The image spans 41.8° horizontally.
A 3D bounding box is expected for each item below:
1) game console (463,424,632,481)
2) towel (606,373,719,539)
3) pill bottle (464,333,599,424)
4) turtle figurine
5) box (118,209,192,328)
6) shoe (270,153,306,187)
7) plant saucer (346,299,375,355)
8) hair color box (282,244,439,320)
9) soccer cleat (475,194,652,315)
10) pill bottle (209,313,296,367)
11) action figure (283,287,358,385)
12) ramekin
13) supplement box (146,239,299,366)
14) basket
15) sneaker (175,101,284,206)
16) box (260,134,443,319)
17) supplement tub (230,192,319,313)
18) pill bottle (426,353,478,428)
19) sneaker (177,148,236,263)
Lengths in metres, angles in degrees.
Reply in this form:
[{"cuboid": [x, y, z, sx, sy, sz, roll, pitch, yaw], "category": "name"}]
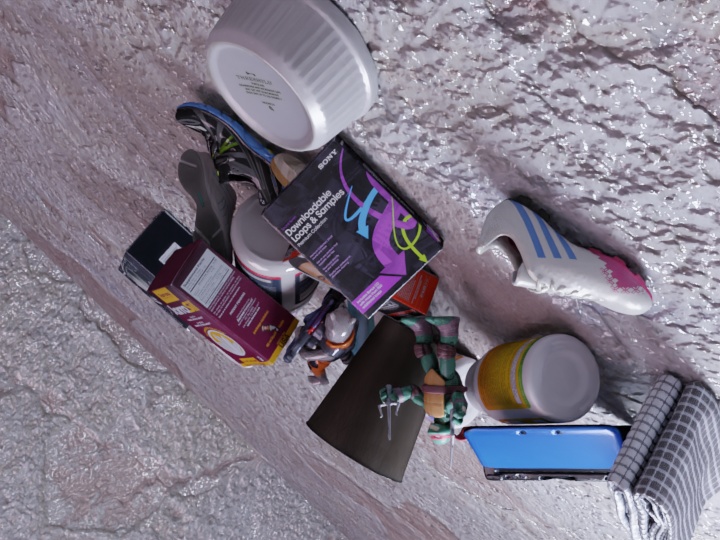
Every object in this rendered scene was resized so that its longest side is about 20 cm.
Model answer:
[{"cuboid": [0.256, 0.212, 1.242, 0.198, 0.171, 0.120, -4, 111, 23], "category": "game console"}, {"cuboid": [0.376, 0.246, 1.132, 0.085, 0.166, 0.201, 13, 148, 37], "category": "towel"}, {"cuboid": [0.220, 0.150, 1.266, 0.111, 0.111, 0.200, 43, 159, -9], "category": "pill bottle"}, {"cuboid": [0.098, 0.165, 1.293, 0.149, 0.203, 0.100, -5, 174, 39], "category": "turtle figurine"}, {"cuboid": [-0.388, 0.002, 1.972, 0.200, 0.124, 0.196, 42, 161, -7], "category": "box"}, {"cuboid": [-0.036, -0.105, 1.281, 0.199, 0.054, 0.070, 38, -159, 12], "category": "shoe"}, {"cuboid": [0.006, 0.112, 1.517, 0.070, 0.019, 0.203, 5, 100, 63], "category": "plant saucer"}, {"cuboid": [0.000, 0.000, 1.331, 0.199, 0.062, 0.101, 28, 163, -17], "category": "hair color box"}, {"cuboid": [0.215, 0.003, 1.019, 0.199, 0.087, 0.070, 35, 159, 12], "category": "soccer cleat"}, {"cuboid": [-0.165, 0.057, 1.596, 0.112, 0.200, 0.113, 34, 159, 15], "category": "pill bottle"}, {"cuboid": [-0.027, 0.086, 1.440, 0.104, 0.201, 0.194, 34, 166, 6], "category": "action figure"}, {"cuboid": [-0.084, -0.223, 1.054, 0.201, 0.094, 0.203, 34, 159, 15], "category": "ramekin"}, {"cuboid": [-0.206, 0.053, 1.416, 0.200, 0.086, 0.110, 41, 155, -21], "category": "supplement box"}, {"cuboid": [0.037, 0.181, 1.398, 0.180, 0.201, 0.136, 29, 179, 38], "category": "basket"}, {"cuboid": [-0.190, -0.168, 1.344, 0.199, 0.083, 0.071, 39, 178, 3], "category": "sneaker"}, {"cuboid": [-0.010, -0.054, 1.217, 0.200, 0.143, 0.036, 44, -163, -8], "category": "box"}, {"cuboid": [-0.127, -0.023, 1.458, 0.140, 0.141, 0.200, 35, 158, 11], "category": "supplement tub"}, {"cuboid": [0.096, 0.172, 1.516, 0.199, 0.112, 0.113, 16, 149, 46], "category": "pill bottle"}, {"cuboid": [-0.223, -0.092, 1.474, 0.070, 0.080, 0.203, -16, 83, 35], "category": "sneaker"}]
